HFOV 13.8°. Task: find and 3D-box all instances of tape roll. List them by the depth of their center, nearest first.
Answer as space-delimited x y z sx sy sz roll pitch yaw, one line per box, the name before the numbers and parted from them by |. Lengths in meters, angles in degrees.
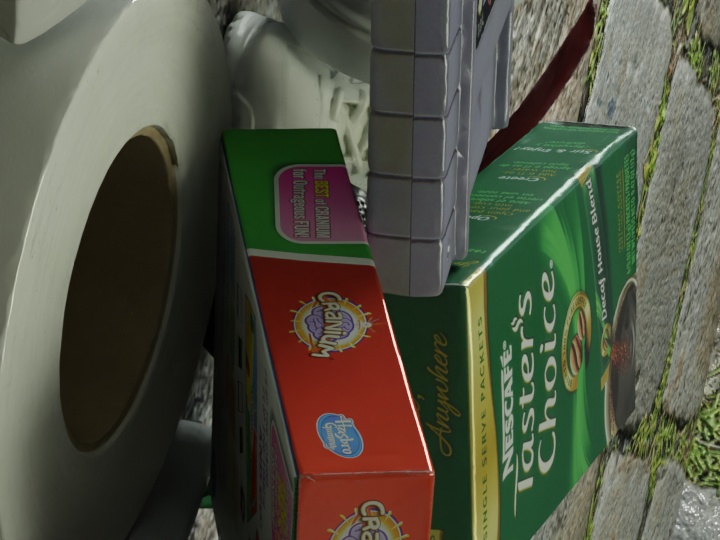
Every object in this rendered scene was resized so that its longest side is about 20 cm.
tape roll | -0.106 -0.001 0.941 0.202 0.071 0.203 11 90 -76

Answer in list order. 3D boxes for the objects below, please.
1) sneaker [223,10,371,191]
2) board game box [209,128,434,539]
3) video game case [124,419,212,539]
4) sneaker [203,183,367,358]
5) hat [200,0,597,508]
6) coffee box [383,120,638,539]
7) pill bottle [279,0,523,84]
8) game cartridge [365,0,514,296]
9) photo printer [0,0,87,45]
sneaker | -0.003 -0.064 1.241 0.200 0.099 0.078 -22 121 -74
board game box | -0.017 0.069 0.952 0.200 0.040 0.153 -106 -164 -56
video game case | -0.097 0.163 1.058 0.200 0.023 0.182 -77 -173 -76
sneaker | 0.002 0.052 1.113 0.086 0.080 0.200 -14 90 -46
hat | 0.000 0.000 1.244 0.166 0.200 0.176 123 -40 -79
coffee box | 0.054 0.029 1.076 0.200 0.044 0.123 -38 130 -62
pill bottle | 0.038 -0.173 1.164 0.200 0.112 0.112 -67 175 35
game cartridge | 0.032 -0.088 1.020 0.200 0.038 0.130 -68 165 -66
photo printer | -0.049 -0.175 0.843 0.200 0.069 0.167 -40 157 -24
